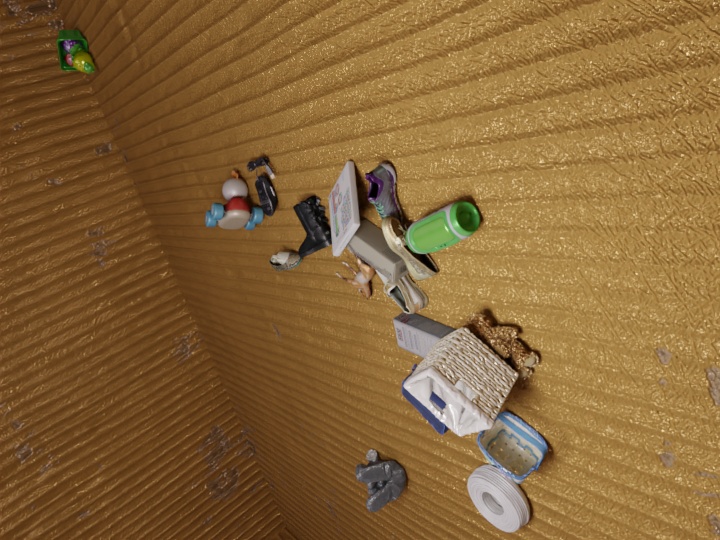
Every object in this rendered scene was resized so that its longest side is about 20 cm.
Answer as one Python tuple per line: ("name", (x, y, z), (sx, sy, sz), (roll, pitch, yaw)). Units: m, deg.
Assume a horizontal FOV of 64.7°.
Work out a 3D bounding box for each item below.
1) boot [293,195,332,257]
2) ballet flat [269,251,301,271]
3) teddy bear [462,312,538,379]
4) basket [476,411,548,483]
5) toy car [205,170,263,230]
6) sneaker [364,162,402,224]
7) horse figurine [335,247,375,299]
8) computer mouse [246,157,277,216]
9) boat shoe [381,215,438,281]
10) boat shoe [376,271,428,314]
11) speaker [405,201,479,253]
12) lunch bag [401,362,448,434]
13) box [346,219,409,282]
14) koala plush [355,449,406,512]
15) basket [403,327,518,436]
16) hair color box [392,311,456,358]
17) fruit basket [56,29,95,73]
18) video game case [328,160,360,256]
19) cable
("boot", (-0.168, -0.140, 1.832), (0.197, 0.073, 0.164), (-21, 100, 51))
("ballet flat", (-0.286, -0.037, 2.078), (0.075, 0.069, 0.199), (30, 160, -24))
("teddy bear", (0.341, 0.180, 1.381), (0.199, 0.067, 0.146), (26, 145, 34))
("basket", (0.387, 0.441, 1.439), (0.176, 0.139, 0.201), (36, 151, 36))
("toy car", (-0.472, -0.268, 2.121), (0.176, 0.182, 0.203), (-23, 67, 59))
("sneaker", (0.052, -0.173, 1.473), (0.074, 0.087, 0.202), (19, 130, 47))
("horse figurine", (0.000, 0.000, 1.719), (0.132, 0.050, 0.201), (40, 139, 10))
("computer mouse", (-0.314, -0.293, 1.952), (0.140, 0.046, 0.202), (-13, 99, 53))
("boat shoe", (0.128, -0.063, 1.464), (0.062, 0.074, 0.201), (-18, 120, 44))
("boat shoe", (0.099, 0.039, 1.595), (0.200, 0.068, 0.075), (44, 145, 25))
("speaker", (0.190, -0.098, 1.340), (0.199, 0.088, 0.089), (-22, 97, 58))
("lunch bag", (0.215, 0.344, 1.621), (0.200, 0.132, 0.136), (45, 161, 22))
("box", (0.051, -0.057, 1.577), (0.199, 0.082, 0.069), (38, 143, 34))
("koala plush", (0.072, 0.793, 2.195), (0.200, 0.182, 0.180), (162, 88, -79))
("basket", (0.243, 0.274, 1.396), (0.198, 0.161, 0.200), (41, 154, 2))
("hair color box", (0.185, 0.192, 1.604), (0.199, 0.060, 0.100), (19, 129, 47))
("fruit basket", (-1.411, -1.059, 2.822), (0.215, 0.154, 0.219), (35, 130, 55))
("video game case", (-0.048, -0.170, 1.587), (0.182, 0.023, 0.203), (128, 142, -57))
("cable", (0.404, 0.669, 1.667), (0.200, 0.069, 0.201), (49, 147, 18))
